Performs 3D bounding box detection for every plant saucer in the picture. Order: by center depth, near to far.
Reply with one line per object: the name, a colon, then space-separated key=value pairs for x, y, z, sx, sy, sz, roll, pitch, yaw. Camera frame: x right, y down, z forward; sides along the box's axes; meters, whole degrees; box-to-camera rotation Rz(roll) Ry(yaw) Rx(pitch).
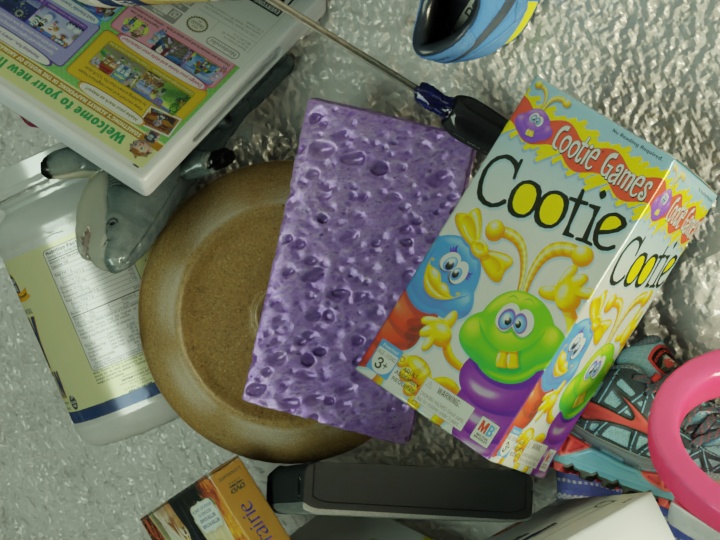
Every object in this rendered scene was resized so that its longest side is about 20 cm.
plant saucer: x=-0.048 y=0.029 z=1.537 sx=0.199 sy=0.035 sz=0.202 roll=0 pitch=93 yaw=2

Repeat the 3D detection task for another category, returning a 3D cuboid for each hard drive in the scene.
hard drive: x=0.020 y=0.140 z=1.483 sx=0.200 sy=0.139 sz=0.033 roll=147 pitch=126 yaw=-80

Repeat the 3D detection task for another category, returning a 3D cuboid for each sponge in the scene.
sponge: x=0.000 y=0.000 z=1.497 sx=0.111 sy=0.030 sz=0.201 roll=13 pitch=95 yaw=7

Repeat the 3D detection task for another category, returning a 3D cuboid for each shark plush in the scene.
shark plush: x=-0.110 y=-0.065 z=1.531 sx=0.083 sy=0.200 sz=0.091 roll=11 pitch=126 yaw=51

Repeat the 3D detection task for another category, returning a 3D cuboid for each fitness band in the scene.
fitness band: x=0.256 y=0.114 z=1.334 sx=0.199 sy=0.144 sz=0.038 roll=29 pitch=142 yaw=25

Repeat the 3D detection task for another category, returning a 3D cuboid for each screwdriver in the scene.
screwdriver: x=0.022 y=-0.121 z=1.448 sx=0.199 sy=0.029 sz=0.028 roll=32 pitch=107 yaw=-9

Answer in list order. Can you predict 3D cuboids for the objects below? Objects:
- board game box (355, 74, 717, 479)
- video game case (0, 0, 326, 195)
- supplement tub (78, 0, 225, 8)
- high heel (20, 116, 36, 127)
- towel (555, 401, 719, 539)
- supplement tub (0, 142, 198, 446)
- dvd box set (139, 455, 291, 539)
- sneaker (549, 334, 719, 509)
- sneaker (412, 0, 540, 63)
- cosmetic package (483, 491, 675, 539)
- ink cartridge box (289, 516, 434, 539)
board game box: x=0.104 y=0.006 z=1.379 sx=0.105 sy=0.103 sz=0.201 roll=33 pitch=93 yaw=24
video game case: x=-0.154 y=-0.160 z=1.541 sx=0.200 sy=0.182 sz=0.022 roll=32 pitch=157 yaw=24
supplement tub: x=-0.122 y=-0.239 z=1.474 sx=0.199 sy=0.144 sz=0.145 roll=0 pitch=108 yaw=26
high heel: x=-0.256 y=-0.176 z=1.660 sx=0.200 sy=0.096 sz=0.068 roll=38 pitch=127 yaw=21
towel: x=0.184 y=0.170 z=1.496 sx=0.144 sy=0.024 sz=0.201 roll=12 pitch=114 yaw=34
supplement tub: x=-0.164 y=0.005 z=1.628 sx=0.145 sy=0.145 sz=0.201 roll=-20 pitch=94 yaw=42
dvd box set: x=-0.064 y=0.230 z=1.574 sx=0.201 sy=0.029 sz=0.146 roll=58 pitch=151 yaw=2
sneaker: x=0.174 y=0.088 z=1.415 sx=0.199 sy=0.079 sz=0.096 roll=16 pitch=95 yaw=26
sneaker: x=0.084 y=-0.207 z=1.388 sx=0.066 sy=0.078 sz=0.201 roll=39 pitch=126 yaw=23
cosmetic package: x=0.092 y=0.189 z=1.406 sx=0.052 sy=0.150 sz=0.200 roll=65 pitch=167 yaw=1
ink cartridge box: x=0.038 y=0.263 z=1.590 sx=0.199 sy=0.083 sz=0.146 roll=22 pitch=128 yaw=36
